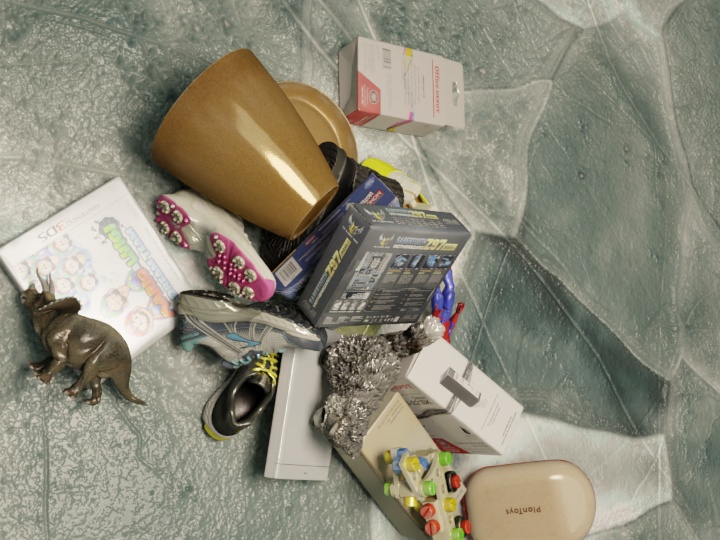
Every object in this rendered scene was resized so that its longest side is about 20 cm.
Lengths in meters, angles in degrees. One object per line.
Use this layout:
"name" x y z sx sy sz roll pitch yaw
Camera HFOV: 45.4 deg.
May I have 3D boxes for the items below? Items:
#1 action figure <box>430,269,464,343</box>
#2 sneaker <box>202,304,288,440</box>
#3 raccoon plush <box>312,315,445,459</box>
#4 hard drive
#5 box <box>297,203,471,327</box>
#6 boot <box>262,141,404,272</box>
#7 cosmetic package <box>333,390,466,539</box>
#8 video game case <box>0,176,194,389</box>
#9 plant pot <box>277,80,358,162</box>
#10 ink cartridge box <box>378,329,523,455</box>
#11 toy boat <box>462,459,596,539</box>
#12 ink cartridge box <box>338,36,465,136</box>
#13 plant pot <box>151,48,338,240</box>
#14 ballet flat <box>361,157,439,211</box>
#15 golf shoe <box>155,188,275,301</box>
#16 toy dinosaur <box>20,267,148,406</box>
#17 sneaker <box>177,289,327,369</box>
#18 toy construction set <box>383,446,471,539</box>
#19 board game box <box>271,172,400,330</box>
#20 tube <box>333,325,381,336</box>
"action figure" 0.124 0.060 1.302 0.065 0.051 0.204 -12 112 -44
"sneaker" -0.129 0.134 1.134 0.074 0.084 0.202 36 65 -22
"raccoon plush" 0.020 0.146 1.101 0.096 0.199 0.135 33 34 -36
"hard drive" -0.070 0.177 1.157 0.131 0.026 0.204 25 70 -58
"box" 0.033 -0.004 1.104 0.198 0.159 0.051 0 40 -46
"boot" -0.031 -0.058 1.210 0.157 0.079 0.213 30 89 -43
"cosmetic package" 0.055 0.275 1.215 0.104 0.073 0.201 -49 115 -29
"video game case" -0.320 0.013 1.072 0.181 0.024 0.202 -38 102 -31
"plant pot" -0.093 -0.171 1.244 0.197 0.027 0.204 7 77 -31
"ink cartridge box" 0.111 0.177 1.241 0.199 0.144 0.084 41 64 -19
"toy boat" 0.259 0.356 1.320 0.196 0.131 0.133 -8 85 10
"ink cartridge box" 0.066 -0.279 1.337 0.197 0.067 0.119 5 79 -29
"plant pot" -0.129 -0.141 1.087 0.200 0.187 0.186 42 61 4
"ballet flat" 0.082 -0.100 1.316 0.200 0.067 0.067 49 62 -15
"golf shoe" -0.172 -0.043 1.112 0.199 0.076 0.091 41 44 14
"toy dinosaur" -0.319 0.095 1.003 0.199 0.077 0.103 36 80 -16
"sneaker" -0.138 0.083 1.091 0.196 0.078 0.088 12 98 9
"toy construction set" 0.085 0.322 1.133 0.131 0.091 0.204 -15 107 -60
"board game box" 0.000 0.000 1.175 0.200 0.062 0.200 -45 145 2
"tube" 0.026 0.039 1.273 0.200 0.058 0.052 -48 150 -22
